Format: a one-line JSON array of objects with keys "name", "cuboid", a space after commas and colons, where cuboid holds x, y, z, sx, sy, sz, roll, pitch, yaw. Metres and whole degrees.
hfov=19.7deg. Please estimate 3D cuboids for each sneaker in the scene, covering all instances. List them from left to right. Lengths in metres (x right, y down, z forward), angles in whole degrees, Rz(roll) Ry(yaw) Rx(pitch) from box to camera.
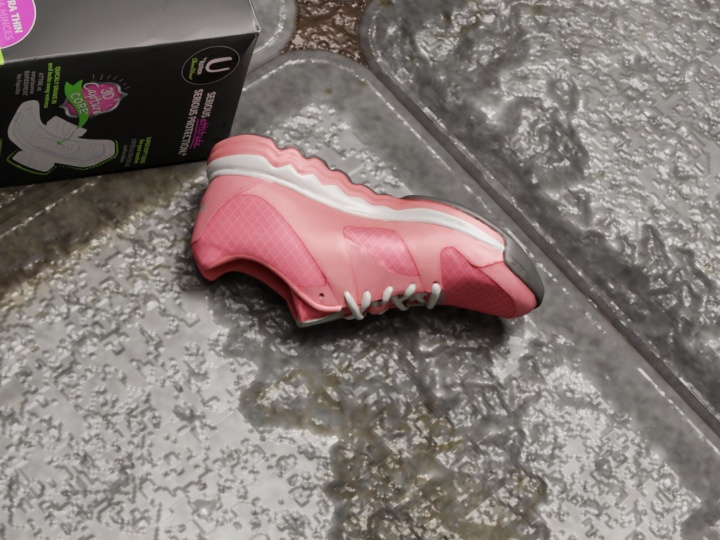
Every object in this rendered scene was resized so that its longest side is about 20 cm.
[{"name": "sneaker", "cuboid": [0.000, 0.000, 1.133, 0.199, 0.074, 0.087, 20, 70, 3]}]

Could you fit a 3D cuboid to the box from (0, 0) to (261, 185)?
[{"name": "box", "cuboid": [-0.174, -0.142, 1.132, 0.199, 0.124, 0.149, -8, 63, -19]}]
